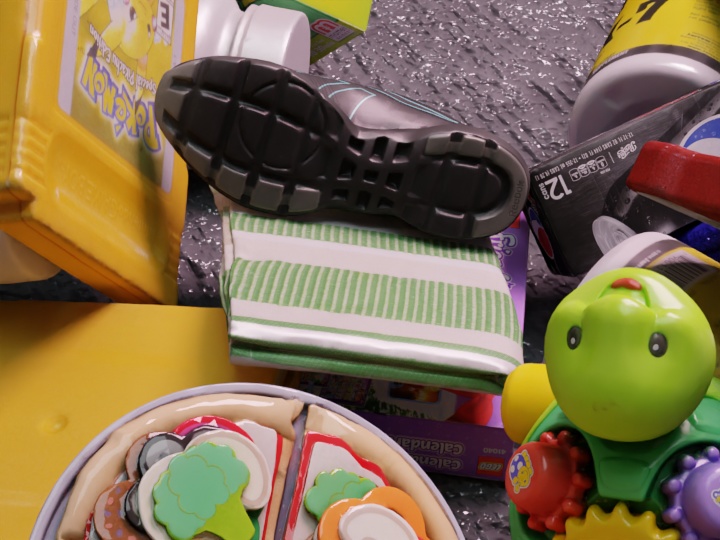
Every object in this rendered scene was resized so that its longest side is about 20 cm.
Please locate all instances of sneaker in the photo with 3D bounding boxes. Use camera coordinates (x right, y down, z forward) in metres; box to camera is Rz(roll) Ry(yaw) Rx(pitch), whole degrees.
[{"bbox_3d":[-0.012,-0.064,0.868,0.199,0.076,0.079,17,14,-10],"label":"sneaker"}]

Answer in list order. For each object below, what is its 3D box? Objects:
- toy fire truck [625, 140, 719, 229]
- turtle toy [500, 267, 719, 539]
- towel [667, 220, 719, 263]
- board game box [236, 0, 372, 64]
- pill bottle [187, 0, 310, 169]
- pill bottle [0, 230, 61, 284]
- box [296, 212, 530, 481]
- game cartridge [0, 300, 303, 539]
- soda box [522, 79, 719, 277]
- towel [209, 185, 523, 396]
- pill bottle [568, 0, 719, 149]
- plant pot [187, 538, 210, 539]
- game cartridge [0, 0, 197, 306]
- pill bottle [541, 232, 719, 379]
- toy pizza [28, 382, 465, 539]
[{"bbox_3d":[0.233,-0.007,0.730,0.199,0.112,0.168,20,5,-16],"label":"toy fire truck"},{"bbox_3d":[0.118,0.090,0.692,0.145,0.201,0.101,3,23,24],"label":"turtle toy"},{"bbox_3d":[0.252,-0.035,0.913,0.199,0.148,0.050,-22,84,-26],"label":"towel"},{"bbox_3d":[-0.101,-0.193,1.038,0.199,0.102,0.048,20,70,-25],"label":"board game box"},{"bbox_3d":[-0.137,-0.125,1.003,0.199,0.114,0.114,10,38,6],"label":"pill bottle"},{"bbox_3d":[-0.254,-0.037,0.843,0.199,0.114,0.114,-4,36,16],"label":"pill bottle"},{"bbox_3d":[0.020,0.025,0.890,0.136,0.039,0.200,7,38,4],"label":"box"},{"bbox_3d":[-0.140,0.083,0.776,0.199,0.033,0.177,2,41,17],"label":"game cartridge"},{"bbox_3d":[0.186,-0.065,0.900,0.199,0.064,0.071,-25,2,-2],"label":"soda box"},{"bbox_3d":[0.000,0.000,0.833,0.152,0.023,0.200,7,25,-10],"label":"towel"},{"bbox_3d":[0.208,-0.127,1.044,0.114,0.115,0.200,15,39,13],"label":"pill bottle"},{"bbox_3d":[0.005,0.183,0.517,0.199,0.177,0.201,9,66,4],"label":"plant pot"},{"bbox_3d":[-0.131,-0.097,0.834,0.032,0.176,0.201,-5,72,17],"label":"game cartridge"},{"bbox_3d":[0.194,0.073,0.788,0.111,0.112,0.200,-29,49,-36],"label":"pill bottle"},{"bbox_3d":[-0.038,0.138,0.669,0.199,0.032,0.201,8,64,-18],"label":"toy pizza"}]
